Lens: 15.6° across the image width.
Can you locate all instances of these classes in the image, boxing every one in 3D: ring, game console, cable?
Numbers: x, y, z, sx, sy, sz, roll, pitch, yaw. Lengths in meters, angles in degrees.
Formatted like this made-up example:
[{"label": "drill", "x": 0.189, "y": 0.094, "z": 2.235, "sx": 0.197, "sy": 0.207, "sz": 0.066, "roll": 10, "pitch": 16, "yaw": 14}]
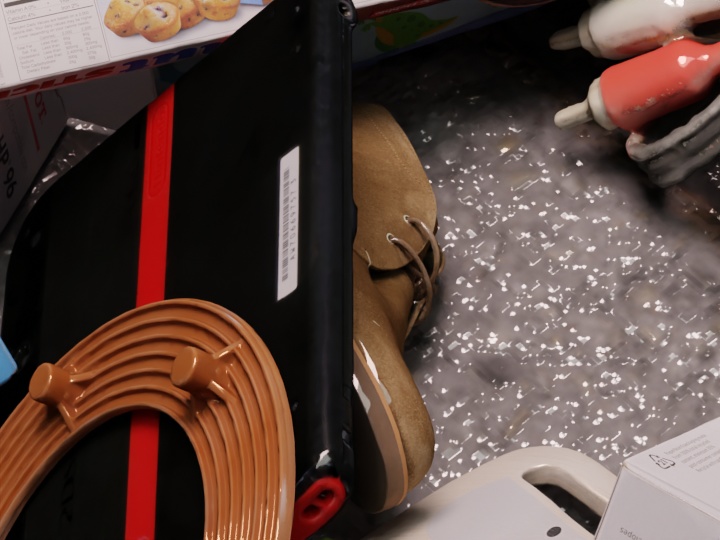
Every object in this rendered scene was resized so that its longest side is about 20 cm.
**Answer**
[{"label": "ring", "x": -0.089, "y": 0.099, "z": 0.771, "sx": 0.200, "sy": 0.019, "sz": 0.201, "roll": -34, "pitch": 43, "yaw": 38}, {"label": "game console", "x": -0.058, "y": 0.024, "z": 0.830, "sx": 0.177, "sy": 0.031, "sz": 0.201, "roll": -34, "pitch": 42, "yaw": 36}, {"label": "cable", "x": 0.147, "y": -0.094, "z": 0.892, "sx": 0.200, "sy": 0.050, "sz": 0.097, "roll": -26, "pitch": 36, "yaw": 40}]

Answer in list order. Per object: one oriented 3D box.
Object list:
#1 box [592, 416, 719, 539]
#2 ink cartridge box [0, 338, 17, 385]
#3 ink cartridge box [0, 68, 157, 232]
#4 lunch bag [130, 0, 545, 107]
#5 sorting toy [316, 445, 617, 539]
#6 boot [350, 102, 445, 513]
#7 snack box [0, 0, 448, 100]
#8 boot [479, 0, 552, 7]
[{"label": "box", "x": 0.184, "y": 0.101, "z": 0.749, "sx": 0.200, "sy": 0.041, "sz": 0.156, "roll": 30, "pitch": 22, "yaw": 24}, {"label": "ink cartridge box", "x": -0.211, "y": -0.027, "z": 0.846, "sx": 0.116, "sy": 0.201, "sz": 0.067, "roll": -31, "pitch": 18, "yaw": -11}, {"label": "ink cartridge box", "x": -0.178, "y": -0.082, "z": 0.937, "sx": 0.199, "sy": 0.116, "sz": 0.068, "roll": 15, "pitch": 56, "yaw": 18}, {"label": "lunch bag", "x": -0.022, "y": -0.153, "z": 0.996, "sx": 0.199, "sy": 0.083, "sz": 0.161, "roll": -19, "pitch": 51, "yaw": -9}, {"label": "sorting toy", "x": 0.048, "y": 0.123, "z": 0.786, "sx": 0.199, "sy": 0.107, "sz": 0.180, "roll": 27, "pitch": 42, "yaw": 24}, {"label": "boot", "x": 0.000, "y": 0.000, "z": 0.872, "sx": 0.075, "sy": 0.074, "sz": 0.200, "roll": -8, "pitch": 38, "yaw": -13}, {"label": "snack box", "x": -0.061, "y": -0.107, "z": 0.873, "sx": 0.199, "sy": 0.024, "sz": 0.072, "roll": -14, "pitch": 84, "yaw": -17}, {"label": "boot", "x": 0.129, "y": -0.143, "z": 0.867, "sx": 0.200, "sy": 0.073, "sz": 0.166, "roll": -31, "pitch": 18, "yaw": -4}]
